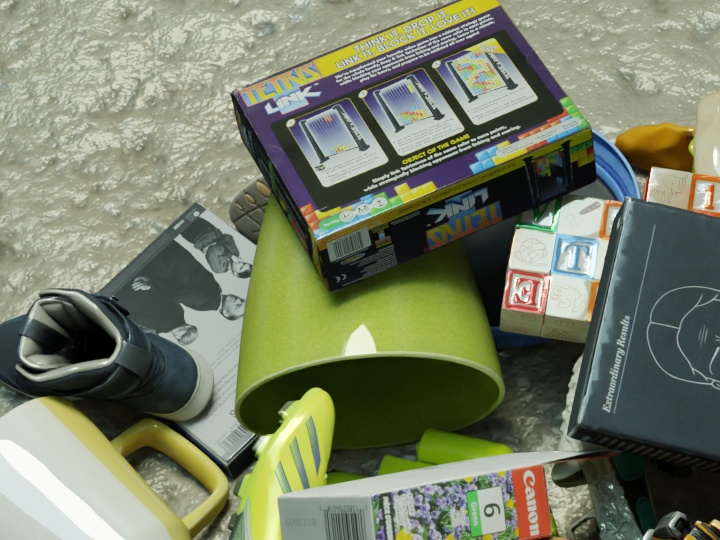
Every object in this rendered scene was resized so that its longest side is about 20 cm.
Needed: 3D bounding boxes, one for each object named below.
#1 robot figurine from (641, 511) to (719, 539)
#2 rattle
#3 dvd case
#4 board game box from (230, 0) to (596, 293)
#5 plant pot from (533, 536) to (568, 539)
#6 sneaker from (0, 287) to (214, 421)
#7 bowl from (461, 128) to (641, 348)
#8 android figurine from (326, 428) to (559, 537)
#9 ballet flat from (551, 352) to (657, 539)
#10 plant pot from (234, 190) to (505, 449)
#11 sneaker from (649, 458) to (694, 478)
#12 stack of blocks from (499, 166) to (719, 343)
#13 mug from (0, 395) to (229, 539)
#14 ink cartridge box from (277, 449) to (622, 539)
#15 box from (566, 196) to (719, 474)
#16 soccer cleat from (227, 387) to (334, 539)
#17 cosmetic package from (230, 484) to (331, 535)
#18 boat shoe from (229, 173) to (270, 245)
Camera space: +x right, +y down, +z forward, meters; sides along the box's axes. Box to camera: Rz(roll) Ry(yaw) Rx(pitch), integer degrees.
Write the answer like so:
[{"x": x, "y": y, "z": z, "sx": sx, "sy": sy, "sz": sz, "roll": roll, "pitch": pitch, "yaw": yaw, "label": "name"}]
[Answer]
[{"x": 0.236, "y": 0.224, "z": 1.432, "sx": 0.145, "sy": 0.200, "sz": 0.058, "roll": 24, "pitch": 65, "yaw": 30, "label": "robot figurine"}, {"x": 0.250, "y": -0.020, "z": 1.691, "sx": 0.142, "sy": 0.130, "sz": 0.201, "roll": -10, "pitch": 79, "yaw": 22, "label": "rattle"}, {"x": -0.110, "y": 0.048, "z": 1.768, "sx": 0.150, "sy": 0.025, "sz": 0.200, "roll": -43, "pitch": 56, "yaw": -16, "label": "dvd case"}, {"x": 0.034, "y": -0.090, "z": 1.577, "sx": 0.199, "sy": 0.057, "sz": 0.166, "roll": -22, "pitch": 46, "yaw": -8, "label": "board game box"}, {"x": 0.072, "y": 0.243, "z": 1.437, "sx": 0.199, "sy": 0.200, "sz": 0.141, "roll": -8, "pitch": 90, "yaw": 10, "label": "plant pot"}, {"x": -0.225, "y": 0.053, "z": 1.701, "sx": 0.202, "sy": 0.146, "sz": 0.077, "roll": 7, "pitch": 79, "yaw": 33, "label": "sneaker"}, {"x": 0.113, "y": -0.029, "z": 1.751, "sx": 0.200, "sy": 0.039, "sz": 0.201, "roll": -8, "pitch": 53, "yaw": 11, "label": "bowl"}, {"x": 0.054, "y": 0.196, "z": 1.606, "sx": 0.199, "sy": 0.041, "sz": 0.182, "roll": 12, "pitch": 59, "yaw": 25, "label": "android figurine"}, {"x": 0.162, "y": 0.152, "z": 1.554, "sx": 0.072, "sy": 0.072, "sz": 0.201, "roll": -16, "pitch": 79, "yaw": 4, "label": "ballet flat"}, {"x": 0.000, "y": 0.000, "z": 1.642, "sx": 0.186, "sy": 0.187, "sz": 0.201, "roll": -8, "pitch": 67, "yaw": 10, "label": "plant pot"}, {"x": 0.215, "y": 0.042, "z": 1.631, "sx": 0.093, "sy": 0.070, "sz": 0.200, "roll": -19, "pitch": 68, "yaw": 0, "label": "sneaker"}, {"x": 0.200, "y": -0.006, "z": 1.579, "sx": 0.199, "sy": 0.059, "sz": 0.116, "roll": 8, "pitch": 74, "yaw": 4, "label": "stack of blocks"}, {"x": -0.185, "y": 0.176, "z": 1.627, "sx": 0.153, "sy": 0.150, "sz": 0.187, "roll": 35, "pitch": 76, "yaw": 24, "label": "mug"}, {"x": 0.060, "y": 0.150, "z": 1.480, "sx": 0.199, "sy": 0.051, "sz": 0.109, "roll": -6, "pitch": -1, "yaw": -34, "label": "ink cartridge box"}, {"x": 0.243, "y": 0.054, "z": 1.475, "sx": 0.199, "sy": 0.107, "sz": 0.149, "roll": 14, "pitch": 82, "yaw": 3, "label": "box"}, {"x": -0.049, "y": 0.173, "z": 1.510, "sx": 0.083, "sy": 0.065, "sz": 0.201, "roll": 20, "pitch": 70, "yaw": 7, "label": "soccer cleat"}, {"x": -0.048, "y": 0.242, "z": 1.545, "sx": 0.103, "sy": 0.073, "sz": 0.201, "roll": 8, "pitch": 69, "yaw": 36, "label": "cosmetic package"}, {"x": -0.014, "y": -0.075, "z": 1.778, "sx": 0.200, "sy": 0.076, "sz": 0.072, "roll": -24, "pitch": 21, "yaw": 33, "label": "boat shoe"}]
